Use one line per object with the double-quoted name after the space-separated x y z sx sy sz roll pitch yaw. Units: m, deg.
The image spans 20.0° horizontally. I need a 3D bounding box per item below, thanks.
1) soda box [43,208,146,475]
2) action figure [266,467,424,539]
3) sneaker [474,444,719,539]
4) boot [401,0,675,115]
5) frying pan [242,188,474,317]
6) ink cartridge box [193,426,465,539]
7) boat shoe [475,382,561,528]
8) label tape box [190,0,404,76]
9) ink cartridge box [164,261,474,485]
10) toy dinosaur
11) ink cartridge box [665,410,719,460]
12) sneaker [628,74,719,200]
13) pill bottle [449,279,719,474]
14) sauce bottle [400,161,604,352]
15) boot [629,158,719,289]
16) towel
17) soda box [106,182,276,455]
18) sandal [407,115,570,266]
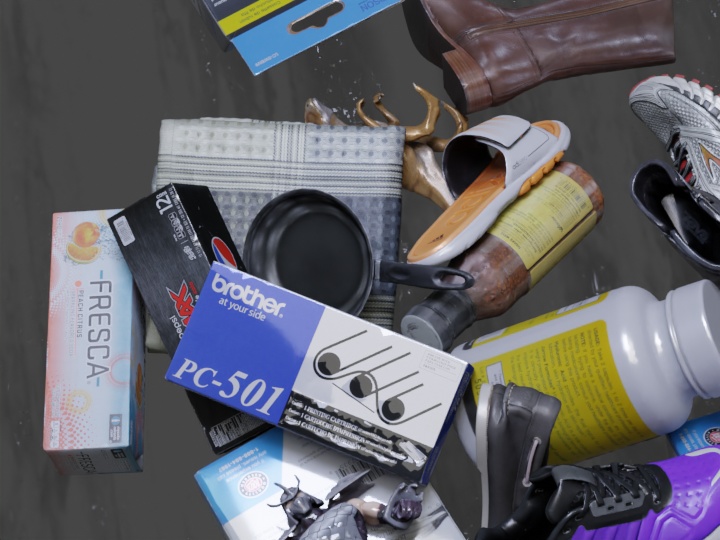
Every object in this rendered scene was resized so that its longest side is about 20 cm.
-0.202 0.054 1.572 0.068 0.064 0.200 -3 66 4 "soda box"
0.010 0.210 1.396 0.130 0.069 0.200 -43 68 -11 "action figure"
0.165 0.163 1.372 0.200 0.100 0.070 -30 31 1 "sneaker"
0.146 -0.217 1.679 0.200 0.064 0.186 -18 58 -11 "boot"
-0.006 -0.016 1.528 0.190 0.031 0.115 -20 84 28 "frying pan"
-0.008 0.205 1.480 0.145 0.084 0.200 -29 68 -10 "ink cartridge box"
0.116 0.157 1.432 0.057 0.200 0.067 5 46 14 "boat shoe"
-0.072 -0.251 1.702 0.144 0.063 0.200 -28 67 -9 "label tape box"
-0.029 0.074 1.458 0.200 0.044 0.094 22 85 11 "ink cartridge box"
0.045 -0.086 1.635 0.200 0.060 0.106 38 99 22 "toy dinosaur"
0.337 0.152 1.451 0.200 0.084 0.146 -17 32 -4 "ink cartridge box"
0.277 -0.073 1.593 0.082 0.078 0.200 -36 68 -11 "sneaker"
0.171 0.076 1.475 0.200 0.111 0.111 -21 63 24 "pill bottle"
0.107 -0.008 1.554 0.066 0.066 0.200 38 55 18 "sauce bottle"
0.281 0.002 1.479 0.200 0.132 0.070 37 96 21 "boot"
-0.069 -0.025 1.601 0.200 0.035 0.193 3 83 4 "towel"
-0.113 0.035 1.538 0.063 0.071 0.200 -28 81 17 "soda box"
0.092 -0.076 1.567 0.059 0.079 0.207 57 46 -15 "sandal"
